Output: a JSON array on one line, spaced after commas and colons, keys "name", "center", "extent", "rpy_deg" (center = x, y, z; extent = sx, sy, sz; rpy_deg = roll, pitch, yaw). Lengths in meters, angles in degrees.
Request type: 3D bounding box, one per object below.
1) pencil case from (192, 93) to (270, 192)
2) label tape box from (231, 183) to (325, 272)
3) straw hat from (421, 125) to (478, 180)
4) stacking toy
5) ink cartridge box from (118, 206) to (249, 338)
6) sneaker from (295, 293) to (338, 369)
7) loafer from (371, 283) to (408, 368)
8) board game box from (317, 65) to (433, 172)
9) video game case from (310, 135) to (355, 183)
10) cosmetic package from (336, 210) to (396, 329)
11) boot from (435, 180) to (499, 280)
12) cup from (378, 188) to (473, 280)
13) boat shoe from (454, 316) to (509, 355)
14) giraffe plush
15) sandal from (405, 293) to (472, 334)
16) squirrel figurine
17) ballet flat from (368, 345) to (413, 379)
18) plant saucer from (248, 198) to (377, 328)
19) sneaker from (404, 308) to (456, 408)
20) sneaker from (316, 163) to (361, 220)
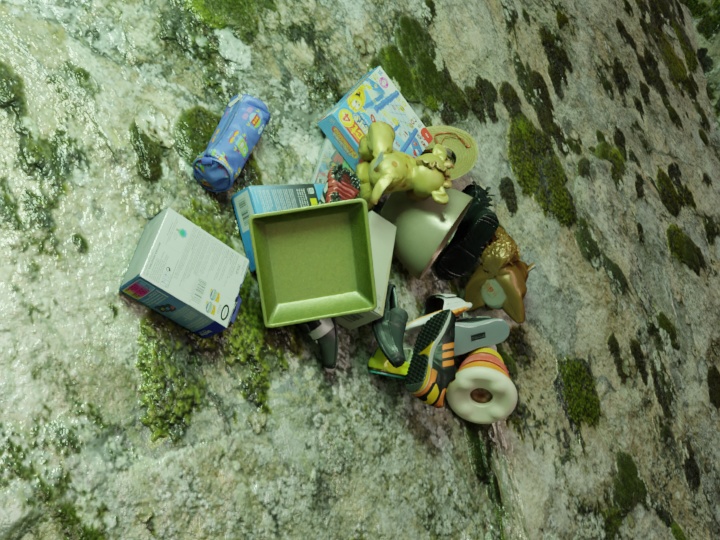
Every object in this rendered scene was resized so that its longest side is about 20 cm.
[{"name": "pencil case", "center": [-0.228, -0.233, 1.443], "extent": [0.087, 0.077, 0.201], "rpy_deg": [67, 34, -44]}, {"name": "label tape box", "center": [-0.126, -0.081, 1.489], "extent": [0.199, 0.063, 0.146], "rpy_deg": [-8, 79, -46]}, {"name": "straw hat", "center": [0.172, -0.231, 1.819], "extent": [0.086, 0.199, 0.202], "rpy_deg": [86, 24, -47]}, {"name": "stacking toy", "center": [0.261, 0.209, 1.715], "extent": [0.146, 0.146, 0.201], "rpy_deg": [47, 31, -19]}, {"name": "ink cartridge box", "center": [-0.266, 0.015, 1.304], "extent": [0.199, 0.076, 0.138], "rpy_deg": [34, 53, -27]}, {"name": "sneaker", "center": [-0.089, 0.082, 1.458], "extent": [0.088, 0.074, 0.202], "rpy_deg": [-10, 93, -12]}, {"name": "loafer", "center": [0.057, 0.097, 1.530], "extent": [0.068, 0.070, 0.201], "rpy_deg": [57, 11, -39]}, {"name": "board game box", "center": [0.036, -0.291, 1.699], "extent": [0.200, 0.056, 0.196], "rpy_deg": [50, 52, -16]}, {"name": "video game case", "center": [-0.025, -0.211, 1.674], "extent": [0.143, 0.018, 0.201], "rpy_deg": [35, 51, -28]}, {"name": "cosmetic package", "center": [0.000, 0.000, 1.548], "extent": [0.073, 0.103, 0.202], "rpy_deg": [31, 55, -30]}, {"name": "boot", "center": [0.228, -0.092, 1.802], "extent": [0.073, 0.199, 0.163], "rpy_deg": [27, 24, -20]}, {"name": "cup", "center": [0.119, -0.103, 1.666], "extent": [0.143, 0.201, 0.200], "rpy_deg": [34, 46, 8]}, {"name": "boat shoe", "center": [0.216, 0.131, 1.722], "extent": [0.197, 0.068, 0.074], "rpy_deg": [-13, 104, -19]}, {"name": "giraffe plush", "center": [0.088, -0.188, 1.545], "extent": [0.160, 0.200, 0.175], "rpy_deg": [6, 93, -16]}, {"name": "sandal", "center": [0.156, 0.078, 1.682], "extent": [0.206, 0.079, 0.060], "rpy_deg": [-13, 74, -47]}, {"name": "squirrel figurine", "center": [0.329, -0.003, 1.822], "extent": [0.186, 0.140, 0.202], "rpy_deg": [-30, 119, -53]}, {"name": "ballet flat", "center": [0.101, 0.191, 1.587], "extent": [0.199, 0.067, 0.068], "rpy_deg": [23, 75, -33]}, {"name": "plant saucer", "center": [-0.080, -0.018, 1.378], "extent": [0.197, 0.048, 0.202], "rpy_deg": [-9, 110, -8]}, {"name": "sneaker", "center": [0.152, 0.171, 1.564], "extent": [0.090, 0.070, 0.201], "rpy_deg": [42, 51, -23]}, {"name": "sneaker", "center": [-0.048, -0.122, 1.489], "extent": [0.070, 0.098, 0.201], "rpy_deg": [30, 30, -17]}]
